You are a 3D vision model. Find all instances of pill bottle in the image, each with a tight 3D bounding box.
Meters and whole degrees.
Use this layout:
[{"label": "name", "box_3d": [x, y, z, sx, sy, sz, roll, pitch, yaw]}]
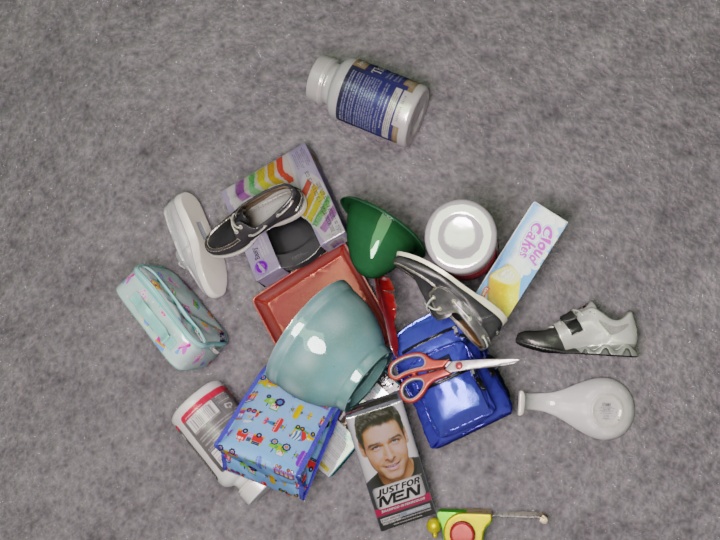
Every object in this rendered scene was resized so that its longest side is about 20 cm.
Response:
[{"label": "pill bottle", "box_3d": [0.010, -0.300, 1.394, 0.198, 0.111, 0.112, 24, 90, 12]}, {"label": "pill bottle", "box_3d": [0.166, -0.043, 1.296, 0.110, 0.200, 0.114, -1, 84, 11]}, {"label": "pill bottle", "box_3d": [-0.224, 0.298, 1.388, 0.111, 0.111, 0.200, -43, 79, 4]}]

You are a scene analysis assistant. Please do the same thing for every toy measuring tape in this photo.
[{"label": "toy measuring tape", "box_3d": [0.206, 0.428, 1.315, 0.197, 0.074, 0.075, -2, 85, 11]}]

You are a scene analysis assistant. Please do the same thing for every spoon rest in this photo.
[{"label": "spoon rest", "box_3d": [0.350, 0.221, 1.319, 0.196, 0.061, 0.101, 6, 87, -2]}]

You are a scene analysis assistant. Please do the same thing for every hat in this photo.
[{"label": "hat", "box_3d": [0.000, 0.000, 1.316, 0.199, 0.165, 0.177, 20, 73, 53]}]

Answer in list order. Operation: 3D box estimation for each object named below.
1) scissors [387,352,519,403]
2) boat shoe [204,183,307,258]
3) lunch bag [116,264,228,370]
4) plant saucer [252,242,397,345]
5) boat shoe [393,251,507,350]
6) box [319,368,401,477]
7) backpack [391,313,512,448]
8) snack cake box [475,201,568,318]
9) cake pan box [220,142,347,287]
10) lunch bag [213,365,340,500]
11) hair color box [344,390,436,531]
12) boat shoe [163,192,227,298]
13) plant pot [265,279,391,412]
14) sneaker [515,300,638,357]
[{"label": "scissors", "box_3d": [0.135, 0.139, 1.211, 0.198, 0.014, 0.074, -23, 68, 16]}, {"label": "boat shoe", "box_3d": [-0.186, -0.086, 1.374, 0.198, 0.060, 0.075, -24, 70, 10]}, {"label": "lunch bag", "box_3d": [-0.324, 0.081, 1.401, 0.077, 0.160, 0.200, -44, 78, 5]}, {"label": "plant saucer", "box_3d": [-0.062, 0.084, 1.410, 0.198, 0.037, 0.202, -32, 78, 7]}, {"label": "boat shoe", "box_3d": [0.128, 0.042, 1.230, 0.199, 0.072, 0.068, 37, 83, 2]}, {"label": "box", "box_3d": [-0.014, 0.250, 1.382, 0.082, 0.049, 0.201, 42, 94, 12]}, {"label": "backpack", "box_3d": [0.145, 0.163, 1.303, 0.161, 0.168, 0.202, -24, 74, 3]}, {"label": "snack cake box", "box_3d": [0.255, -0.005, 1.320, 0.067, 0.115, 0.202, 32, 92, 11]}, {"label": "cake pan box", "box_3d": [-0.131, -0.094, 1.419, 0.182, 0.052, 0.202, -27, 70, 10]}, {"label": "lunch bag", "box_3d": [-0.123, 0.244, 1.316, 0.148, 0.095, 0.201, 17, 54, 14]}, {"label": "hair color box", "box_3d": [0.048, 0.313, 1.327, 0.098, 0.061, 0.203, -17, 97, -1]}, {"label": "boat shoe", "box_3d": [-0.305, -0.038, 1.459, 0.068, 0.072, 0.202, -26, 87, 29]}, {"label": "plant pot", "box_3d": [-0.035, 0.136, 1.274, 0.134, 0.200, 0.201, 38, 93, 16]}, {"label": "sneaker", "box_3d": [0.352, 0.094, 1.317, 0.196, 0.074, 0.090, 1, 85, 1]}]
